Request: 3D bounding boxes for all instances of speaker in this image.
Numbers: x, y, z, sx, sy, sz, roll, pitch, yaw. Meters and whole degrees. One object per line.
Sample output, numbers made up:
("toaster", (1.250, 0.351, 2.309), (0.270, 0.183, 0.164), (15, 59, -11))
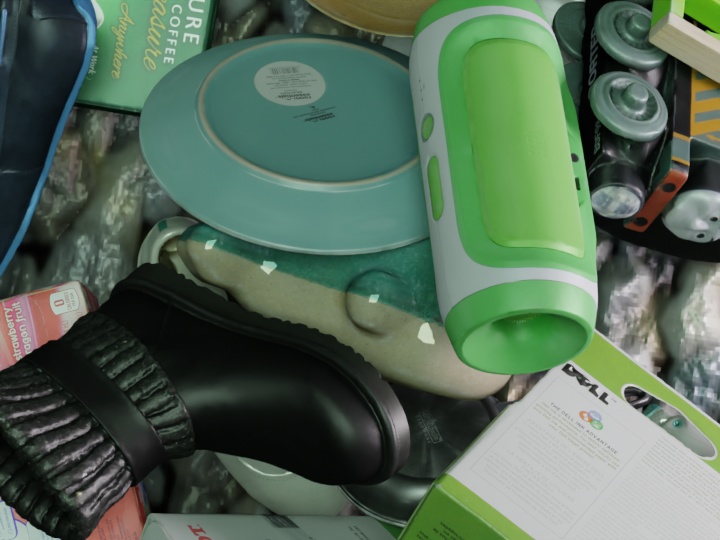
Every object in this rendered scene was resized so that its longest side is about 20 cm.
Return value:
("speaker", (0.075, -0.049, 1.469), (0.088, 0.089, 0.201), (-6, 61, -1))

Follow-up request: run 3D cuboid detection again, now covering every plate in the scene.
("plate", (-0.024, -0.081, 1.536), (0.199, 0.026, 0.201), (4, 41, -3))

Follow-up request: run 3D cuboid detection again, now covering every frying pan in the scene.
("frying pan", (0.074, 0.100, 1.578), (0.189, 0.031, 0.115), (2, 47, 2))

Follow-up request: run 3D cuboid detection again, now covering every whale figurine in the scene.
("whale figurine", (0.000, 0.000, 1.533), (0.199, 0.159, 0.104), (22, 87, -7))

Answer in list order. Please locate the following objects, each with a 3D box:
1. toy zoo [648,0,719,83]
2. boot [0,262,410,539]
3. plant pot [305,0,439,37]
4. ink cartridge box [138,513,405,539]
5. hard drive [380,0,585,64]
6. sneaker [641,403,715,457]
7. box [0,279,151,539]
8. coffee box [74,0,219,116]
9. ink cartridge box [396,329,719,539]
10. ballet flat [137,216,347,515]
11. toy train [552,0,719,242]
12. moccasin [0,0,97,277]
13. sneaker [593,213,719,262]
("toy zoo", (0.228, -0.175, 1.578), (0.131, 0.020, 0.200), (29, 46, -19))
("boot", (-0.096, 0.088, 1.451), (0.211, 0.080, 0.158), (22, 41, 28))
("plant pot", (0.037, -0.223, 1.564), (0.199, 0.027, 0.201), (-2, 76, 8))
("ink cartridge box", (-0.016, 0.203, 1.488), (0.199, 0.146, 0.084), (5, 117, -37))
("hard drive", (0.064, -0.084, 1.624), (0.132, 0.027, 0.201), (22, 84, 1))
("sneaker", (0.160, 0.122, 1.587), (0.199, 0.075, 0.089), (-6, 84, -11))
("box", (-0.178, 0.116, 1.568), (0.102, 0.095, 0.201), (-16, 85, -2))
("coffee box", (-0.182, -0.159, 1.618), (0.199, 0.044, 0.123), (8, 86, 0))
("ink cartridge box", (0.128, 0.138, 1.510), (0.148, 0.200, 0.076), (37, 127, 10))
("ballet flat", (-0.071, 0.059, 1.590), (0.069, 0.069, 0.200), (-29, 86, -3))
("toy train", (0.170, -0.104, 1.549), (0.114, 0.085, 0.200), (18, 49, -14))
("moccasin", (-0.213, -0.077, 1.573), (0.068, 0.081, 0.201), (15, 108, -20))
("sneaker", (0.229, -0.063, 1.609), (0.201, 0.067, 0.108), (11, 66, 12))
